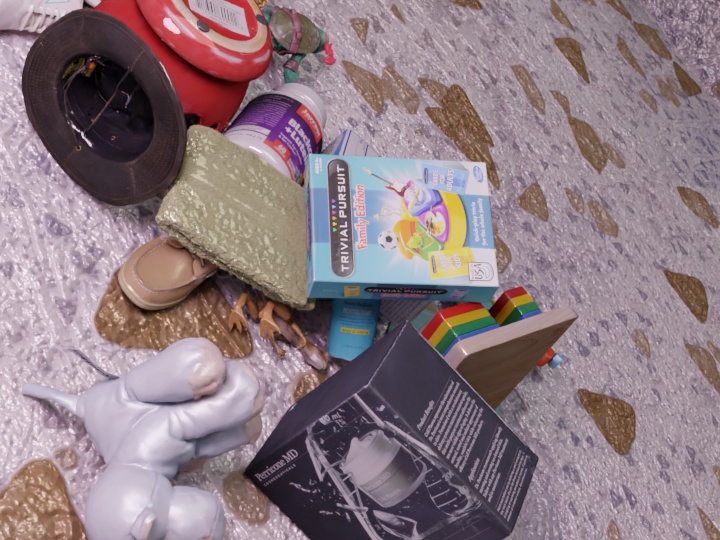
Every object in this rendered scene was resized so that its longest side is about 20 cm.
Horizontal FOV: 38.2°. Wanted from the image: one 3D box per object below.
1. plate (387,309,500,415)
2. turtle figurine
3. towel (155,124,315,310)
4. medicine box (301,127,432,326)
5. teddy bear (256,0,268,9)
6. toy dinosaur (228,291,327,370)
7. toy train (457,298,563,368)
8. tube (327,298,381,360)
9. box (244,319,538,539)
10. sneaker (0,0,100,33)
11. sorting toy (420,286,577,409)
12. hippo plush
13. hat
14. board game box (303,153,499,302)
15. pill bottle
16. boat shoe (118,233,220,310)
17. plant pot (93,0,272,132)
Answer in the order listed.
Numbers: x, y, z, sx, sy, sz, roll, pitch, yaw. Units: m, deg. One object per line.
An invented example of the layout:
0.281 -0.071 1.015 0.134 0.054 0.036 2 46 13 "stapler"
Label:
0.115 0.130 1.332 0.200 0.026 0.201 28 41 -28 "plate"
-0.113 -0.317 1.428 0.199 0.101 0.150 5 55 -39 "turtle figurine"
-0.116 -0.053 1.102 0.199 0.036 0.149 32 50 -26 "towel"
0.016 -0.057 1.283 0.200 0.103 0.182 42 18 -11 "medicine box"
-0.181 -0.436 1.495 0.145 0.067 0.201 32 44 -11 "teddy bear"
-0.101 0.030 1.152 0.106 0.060 0.201 -42 114 -60 "toy dinosaur"
0.193 0.080 1.448 0.200 0.056 0.150 44 17 2 "toy train"
0.000 0.000 1.179 0.077 0.201 0.050 5 7 -13 "tube"
0.031 0.192 1.026 0.197 0.200 0.124 47 35 -5 "box"
-0.355 -0.298 1.154 0.080 0.070 0.200 48 34 -7 "sneaker"
0.117 0.108 1.186 0.199 0.199 0.070 -14 58 -43 "sorting toy"
-0.167 0.158 0.871 0.199 0.159 0.161 26 41 -32 "hippo plush"
-0.245 -0.170 1.065 0.201 0.200 0.081 51 30 1 "hat"
0.042 -0.045 1.118 0.199 0.047 0.152 2 65 -11 "board game box"
-0.108 -0.150 1.260 0.111 0.111 0.200 42 36 -12 "pill bottle"
-0.179 -0.022 1.104 0.071 0.064 0.200 50 34 -1 "boat shoe"
-0.212 -0.246 1.174 0.200 0.182 0.201 30 37 -26 "plant pot"
